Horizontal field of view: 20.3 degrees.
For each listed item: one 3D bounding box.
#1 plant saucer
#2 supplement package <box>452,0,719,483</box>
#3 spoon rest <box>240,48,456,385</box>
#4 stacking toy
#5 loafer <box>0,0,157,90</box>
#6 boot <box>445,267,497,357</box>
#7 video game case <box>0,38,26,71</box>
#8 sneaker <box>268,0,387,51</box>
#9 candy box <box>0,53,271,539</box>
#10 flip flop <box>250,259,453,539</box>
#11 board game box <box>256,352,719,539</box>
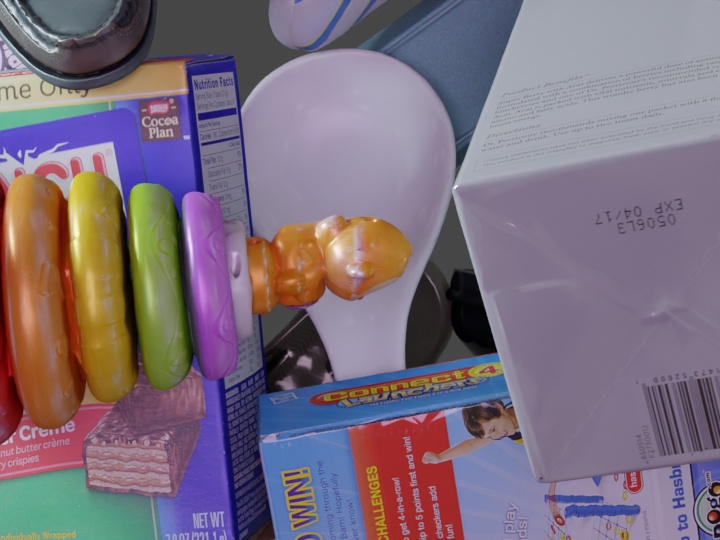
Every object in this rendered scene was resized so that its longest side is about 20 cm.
[{"bbox_3d":[0.095,-0.125,0.892,0.199,0.019,0.070,-35,94,3],"label":"plant saucer"},{"bbox_3d":[0.119,-0.032,0.739,0.120,0.200,0.121,-10,115,19],"label":"supplement package"},{"bbox_3d":[0.000,0.000,0.855,0.098,0.061,0.202,-9,78,1],"label":"spoon rest"},{"bbox_3d":[-0.079,0.005,0.749,0.198,0.116,0.111,-6,103,-4],"label":"stacking toy"},{"bbox_3d":[-0.132,-0.159,0.814,0.071,0.063,0.201,-17,52,-4],"label":"loafer"},{"bbox_3d":[0.107,0.106,0.884,0.198,0.076,0.170,21,92,-7],"label":"boot"},{"bbox_3d":[-0.181,-0.052,0.896,0.181,0.036,0.201,-37,94,6],"label":"video game case"},{"bbox_3d":[0.053,-0.153,0.851,0.105,0.076,0.200,42,94,13],"label":"sneaker"},{"bbox_3d":[-0.130,0.016,0.837,0.167,0.077,0.202,-5,95,12],"label":"candy box"},{"bbox_3d":[-0.029,0.076,0.894,0.081,0.058,0.201,38,95,-3],"label":"flip flop"},{"bbox_3d":[0.069,0.133,0.808,0.194,0.056,0.202,-9,105,-1],"label":"board game box"}]
